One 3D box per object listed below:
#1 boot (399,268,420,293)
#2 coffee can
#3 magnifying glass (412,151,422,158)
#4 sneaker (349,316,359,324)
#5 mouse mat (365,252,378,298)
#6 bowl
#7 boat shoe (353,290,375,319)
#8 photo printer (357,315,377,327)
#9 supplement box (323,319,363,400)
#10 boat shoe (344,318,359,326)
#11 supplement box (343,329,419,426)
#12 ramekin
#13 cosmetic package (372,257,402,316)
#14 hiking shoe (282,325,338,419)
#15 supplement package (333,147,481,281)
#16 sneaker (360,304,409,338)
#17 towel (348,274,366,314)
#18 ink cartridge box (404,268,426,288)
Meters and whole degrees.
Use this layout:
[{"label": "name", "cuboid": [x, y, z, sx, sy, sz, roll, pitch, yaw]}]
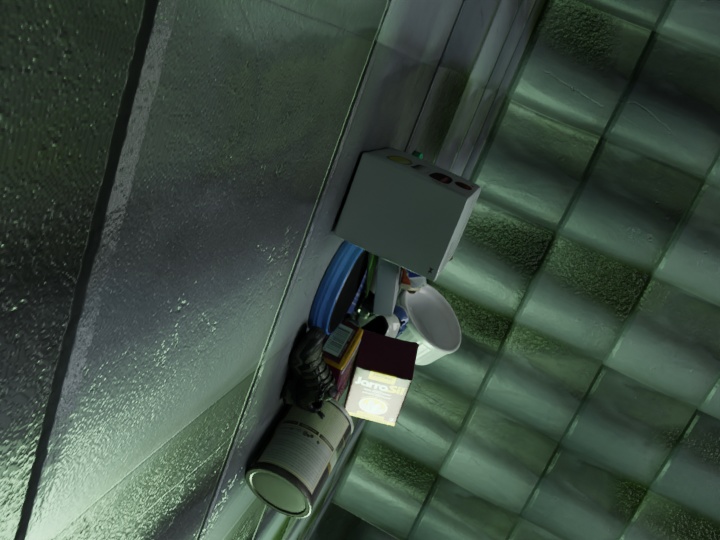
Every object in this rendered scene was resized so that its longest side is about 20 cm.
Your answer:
[{"label": "boot", "cuboid": [0.133, 0.002, 1.602, 0.200, 0.074, 0.109, -1, 102, -76]}, {"label": "coffee can", "cuboid": [-0.118, 0.364, 1.313, 0.201, 0.145, 0.147, -56, 167, -43]}, {"label": "magnifying glass", "cuboid": [0.102, -0.219, 1.451, 0.200, 0.022, 0.081, -47, 160, -67]}, {"label": "sneaker", "cuboid": [-0.009, 0.186, 1.641, 0.081, 0.088, 0.201, -58, 167, -26]}, {"label": "mouse mat", "cuboid": [0.035, -0.063, 1.336, 0.162, 0.007, 0.202, 93, 10, -48]}, {"label": "bowl", "cuboid": [-0.035, 0.029, 1.255, 0.202, 0.039, 0.201, -62, 170, -19]}, {"label": "boat shoe", "cuboid": [0.019, 0.088, 1.621, 0.077, 0.060, 0.200, -66, 170, 6]}, {"label": "photo printer", "cuboid": [0.053, 0.187, 1.750, 0.202, 0.165, 0.069, -63, 152, -8]}, {"label": "supplement box", "cuboid": [-0.067, 0.204, 1.371, 0.111, 0.085, 0.202, -56, 167, -44]}, {"label": "boat shoe", "cuboid": [-0.054, 0.211, 1.530, 0.064, 0.070, 0.203, -44, 149, -66]}, {"label": "supplement box", "cuboid": [0.043, 0.243, 1.458, 0.202, 0.129, 0.104, 102, 2, -47]}, {"label": "ramekin", "cuboid": [0.150, 0.136, 1.634, 0.098, 0.201, 0.201, -40, -174, 34]}, {"label": "cosmetic package", "cuboid": [0.071, 0.000, 1.543, 0.200, 0.051, 0.153, -63, 158, -71]}, {"label": "hiking shoe", "cuboid": [-0.080, 0.190, 1.224, 0.076, 0.100, 0.202, -54, 165, -49]}, {"label": "supplement package", "cuboid": [0.087, -0.106, 1.128, 0.149, 0.189, 0.200, -68, 170, 18]}, {"label": "sneaker", "cuboid": [0.030, 0.174, 1.537, 0.114, 0.080, 0.202, -9, 128, -50]}, {"label": "towel", "cuboid": [0.000, 0.000, 1.429, 0.145, 0.024, 0.202, 42, 71, -80]}, {"label": "ink cartridge box", "cuboid": [0.106, -0.073, 1.401, 0.200, 0.040, 0.203, 46, 34, -78]}]
